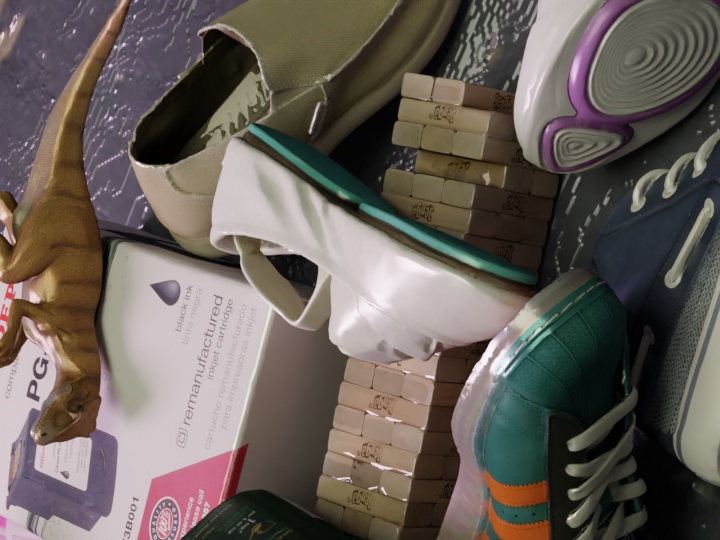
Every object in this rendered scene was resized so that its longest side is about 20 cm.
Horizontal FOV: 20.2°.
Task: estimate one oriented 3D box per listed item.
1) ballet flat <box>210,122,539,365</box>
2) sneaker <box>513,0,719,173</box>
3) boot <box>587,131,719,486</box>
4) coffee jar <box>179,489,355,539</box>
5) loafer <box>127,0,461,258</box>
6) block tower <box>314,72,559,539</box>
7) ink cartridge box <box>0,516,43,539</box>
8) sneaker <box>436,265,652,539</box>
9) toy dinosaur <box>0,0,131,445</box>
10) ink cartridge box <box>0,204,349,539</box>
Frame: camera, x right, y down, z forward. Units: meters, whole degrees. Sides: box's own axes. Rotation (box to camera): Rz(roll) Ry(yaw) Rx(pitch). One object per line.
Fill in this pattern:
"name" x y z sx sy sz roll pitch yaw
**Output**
"ballet flat" 0.000 0.000 0.793 0.200 0.069 0.070 32 106 52
"sneaker" 0.112 -0.135 0.797 0.201 0.074 0.100 -66 30 14
"boot" 0.136 -0.028 0.740 0.090 0.072 0.201 32 109 41
"coffee jar" -0.002 0.157 0.765 0.104 0.086 0.199 -46 32 -20
"loafer" -0.028 -0.095 0.889 0.076 0.068 0.200 39 94 39
"block tower" 0.033 0.023 0.844 0.054 0.058 0.202 13 94 44
"ink cartridge box" -0.154 0.176 1.015 0.199 0.037 0.095 9 90 42
"sneaker" 0.079 0.084 0.749 0.080 0.071 0.201 39 145 26
"toy dinosaur" -0.141 -0.020 0.916 0.105 0.060 0.202 -3 82 17
"ink cartridge box" -0.094 0.062 0.938 0.199 0.084 0.146 17 94 44
